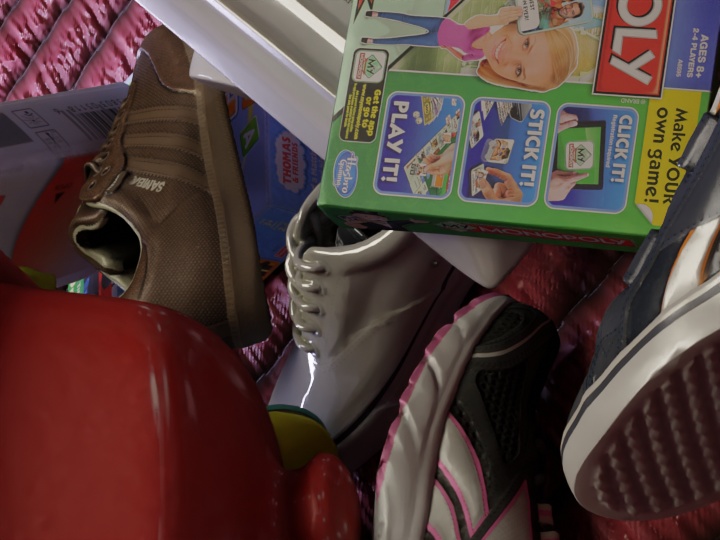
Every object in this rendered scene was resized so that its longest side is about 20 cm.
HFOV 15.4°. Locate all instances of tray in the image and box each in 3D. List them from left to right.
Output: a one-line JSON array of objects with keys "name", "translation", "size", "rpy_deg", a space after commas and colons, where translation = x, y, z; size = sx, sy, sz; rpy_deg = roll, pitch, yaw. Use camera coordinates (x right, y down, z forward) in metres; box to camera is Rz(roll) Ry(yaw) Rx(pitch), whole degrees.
[{"name": "tray", "translation": [0.008, -0.093, 0.975], "size": [0.200, 0.022, 0.107], "rpy_deg": [40, 89, 22]}]

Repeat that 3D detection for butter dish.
[{"name": "butter dish", "translation": [-0.073, 0.091, 0.931], "size": [0.199, 0.147, 0.201], "rpy_deg": [59, -152, -70]}]

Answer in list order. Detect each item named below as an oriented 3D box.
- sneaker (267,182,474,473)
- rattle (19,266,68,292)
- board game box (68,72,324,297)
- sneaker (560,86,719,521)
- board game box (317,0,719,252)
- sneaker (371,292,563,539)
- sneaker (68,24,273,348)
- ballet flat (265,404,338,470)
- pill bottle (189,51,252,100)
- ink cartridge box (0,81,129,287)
[{"name": "sneaker", "translation": [0.000, 0.000, 1.041], "size": [0.200, 0.071, 0.073], "rpy_deg": [-60, 31, 26]}, {"name": "rattle", "translation": [-0.175, 0.093, 1.127], "size": [0.200, 0.130, 0.143], "rpy_deg": [-33, 59, 40]}, {"name": "board game box", "translation": [-0.080, -0.044, 1.251], "size": [0.200, 0.037, 0.152], "rpy_deg": [-41, 42, 46]}, {"name": "sneaker", "translation": [0.130, -0.010, 0.800], "size": [0.200, 0.078, 0.080], "rpy_deg": [-46, 42, 25]}, {"name": "board game box", "translation": [0.067, -0.109, 0.932], "size": [0.134, 0.029, 0.201], "rpy_deg": [5, 77, 20]}, {"name": "sneaker", "translation": [0.042, 0.106, 0.917], "size": [0.080, 0.086, 0.200], "rpy_deg": [89, -161, -60]}, {"name": "sneaker", "translation": [-0.088, -0.040, 1.115], "size": [0.200, 0.075, 0.071], "rpy_deg": [-107, 8, -52]}, {"name": "ballet flat", "translation": [-0.091, 0.124, 1.058], "size": [0.200, 0.067, 0.067], "rpy_deg": [-29, 34, 24]}, {"name": "pill bottle", "translation": [0.000, -0.162, 1.073], "size": [0.120, 0.119, 0.201], "rpy_deg": [18, 92, 63]}, {"name": "ink cartridge box", "translation": [-0.183, 0.012, 1.207], "size": [0.050, 0.162, 0.200], "rpy_deg": [40, 118, 21]}]
